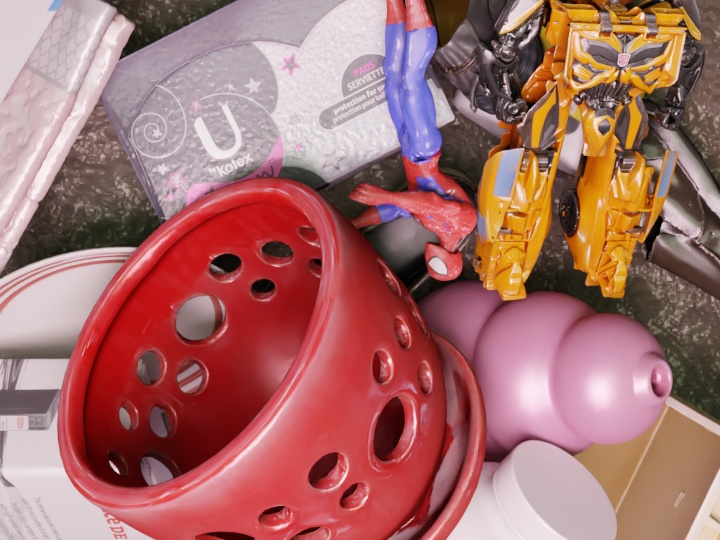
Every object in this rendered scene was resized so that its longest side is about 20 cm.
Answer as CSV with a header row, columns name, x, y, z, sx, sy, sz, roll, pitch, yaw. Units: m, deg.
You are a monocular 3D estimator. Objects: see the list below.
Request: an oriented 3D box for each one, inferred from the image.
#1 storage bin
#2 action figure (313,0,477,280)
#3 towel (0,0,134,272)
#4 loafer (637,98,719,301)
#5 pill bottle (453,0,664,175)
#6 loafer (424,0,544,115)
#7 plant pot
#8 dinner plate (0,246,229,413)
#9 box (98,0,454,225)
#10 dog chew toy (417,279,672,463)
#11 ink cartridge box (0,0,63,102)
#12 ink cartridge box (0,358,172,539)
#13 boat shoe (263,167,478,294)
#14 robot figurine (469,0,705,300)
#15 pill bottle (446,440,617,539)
name,x,y,z,sx,sy,sz,roll,pitch,yaw
storage bin,0.178,0.178,0.760,0.093,0.200,0.200,24,95,-20
action figure,0.009,-0.076,0.685,0.098,0.065,0.202,-22,113,-11
towel,-0.249,-0.114,0.742,0.199,0.032,0.192,34,95,36
loafer,0.232,-0.023,0.818,0.071,0.073,0.201,-37,88,6
pill bottle,0.155,-0.173,0.771,0.114,0.114,0.201,28,94,-5
loafer,0.056,-0.193,0.738,0.073,0.201,0.072,-38,141,25
plant pot,-0.042,0.078,0.662,0.200,0.201,0.182,-44,131,2
dinner plate,-0.167,0.042,0.765,0.198,0.201,0.024,-13,54,-1
box,-0.056,-0.110,0.767,0.199,0.115,0.133,-26,96,1
dog chew toy,0.110,0.067,0.752,0.124,0.199,0.126,3,86,-40
ink cartridge box,-0.259,-0.212,0.710,0.200,0.084,0.146,36,95,37
ink cartridge box,-0.228,0.127,0.758,0.198,0.145,0.084,1,55,1
boat shoe,0.000,0.000,0.802,0.200,0.073,0.075,-42,96,2
robot figurine,0.133,-0.080,0.689,0.143,0.058,0.202,-2,123,-15
pill bottle,0.066,0.198,0.722,0.112,0.113,0.201,33,120,-5
